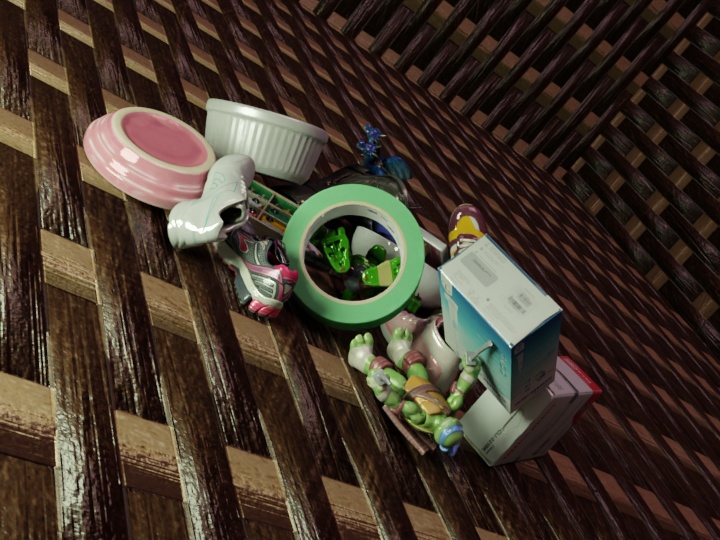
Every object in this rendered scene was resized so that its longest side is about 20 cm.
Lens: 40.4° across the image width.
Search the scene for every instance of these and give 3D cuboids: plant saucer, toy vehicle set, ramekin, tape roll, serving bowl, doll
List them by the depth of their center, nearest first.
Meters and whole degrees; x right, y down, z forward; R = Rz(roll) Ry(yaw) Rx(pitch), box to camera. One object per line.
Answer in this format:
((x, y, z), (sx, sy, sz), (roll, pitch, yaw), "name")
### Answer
((-0.277, -0.162, 1.348), (0.200, 0.051, 0.201), (24, 30, -15), "plant saucer")
((-0.010, -0.019, 1.366), (0.200, 0.200, 0.048), (43, -12, 10), "tape roll")
((-0.173, -0.102, 1.449), (0.199, 0.027, 0.124), (30, 24, -6), "toy vehicle set")
((-0.158, -0.201, 1.562), (0.201, 0.095, 0.202), (16, 2, -1), "ramekin")
((0.063, 0.006, 1.608), (0.200, 0.066, 0.200), (33, -2, 1), "serving bowl")
((0.023, -0.080, 1.721), (0.200, 0.049, 0.136), (31, -4, 32), "doll")

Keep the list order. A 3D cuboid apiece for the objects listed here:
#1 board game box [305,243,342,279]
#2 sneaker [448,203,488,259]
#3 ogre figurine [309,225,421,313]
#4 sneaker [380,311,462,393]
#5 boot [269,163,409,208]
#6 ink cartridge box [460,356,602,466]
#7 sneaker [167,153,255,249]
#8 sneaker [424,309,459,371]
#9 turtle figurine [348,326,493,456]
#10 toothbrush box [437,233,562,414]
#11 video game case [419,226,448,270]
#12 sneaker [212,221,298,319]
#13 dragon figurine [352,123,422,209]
((-0.107, -0.054, 1.533), (0.200, 0.023, 0.105), (25, 21, -37), "board game box")
((0.187, -0.013, 1.676), (0.075, 0.201, 0.090), (-2, 5, 1), "sneaker")
((0.000, 0.000, 1.449), (0.199, 0.099, 0.120), (16, -9, 3), "ogre figurine")
((0.099, 0.093, 1.453), (0.075, 0.105, 0.200), (15, 28, -29), "sneaker")
((-0.036, -0.116, 1.613), (0.174, 0.070, 0.200), (-19, 29, -33), "boot")
((0.250, 0.202, 1.435), (0.084, 0.144, 0.200), (47, 19, 26), "ink cartridge box")
((-0.176, -0.090, 1.301), (0.080, 0.071, 0.201), (3, 37, 21), "sneaker")
((0.130, 0.113, 1.549), (0.090, 0.067, 0.200), (33, 18, 5), "sneaker")
((0.075, 0.121, 1.253), (0.194, 0.144, 0.200), (40, -18, 49), "turtle figurine")
((0.179, 0.074, 1.266), (0.146, 0.085, 0.200), (48, -16, 30), "toothbrush box")
((0.076, -0.068, 1.776), (0.200, 0.017, 0.143), (36, -12, 17), "video game case")
((-0.136, -0.022, 1.318), (0.080, 0.075, 0.200), (20, 26, -43), "sneaker")
((0.049, -0.166, 1.707), (0.200, 0.059, 0.099), (50, -17, -21), "dragon figurine")
